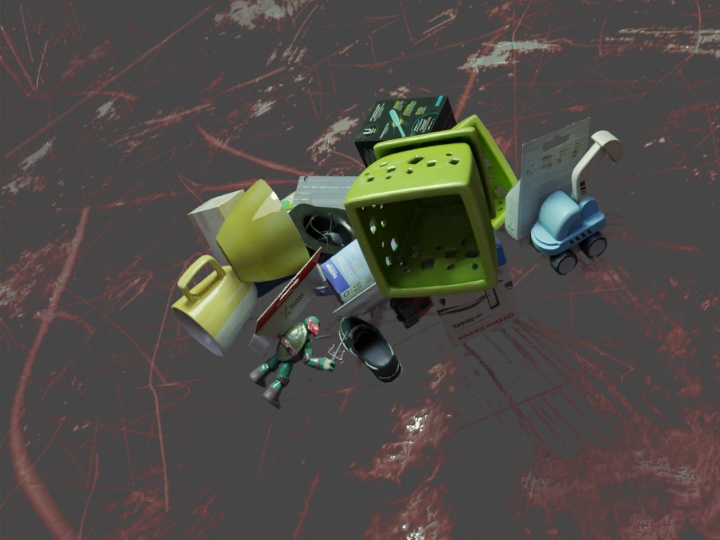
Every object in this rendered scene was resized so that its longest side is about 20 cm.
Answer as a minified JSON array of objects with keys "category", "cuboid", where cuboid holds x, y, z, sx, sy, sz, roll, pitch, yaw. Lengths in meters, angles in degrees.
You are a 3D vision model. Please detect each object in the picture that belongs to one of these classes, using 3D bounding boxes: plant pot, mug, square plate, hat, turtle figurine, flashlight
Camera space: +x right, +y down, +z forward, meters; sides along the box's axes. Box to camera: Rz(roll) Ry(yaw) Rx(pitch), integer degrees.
[{"category":"plant pot","cuboid":[-0.209,-0.059,1.404,0.140,0.203,0.200,-32,42,-11]},{"category":"mug","cuboid":[-0.294,0.067,1.460,0.148,0.187,0.154,38,67,6]},{"category":"plant pot","cuboid":[0.172,-0.156,1.381,0.199,0.201,0.180,-41,15,-19]},{"category":"square plate","cuboid":[0.050,0.036,1.313,0.197,0.198,0.029,-33,84,6]},{"category":"hat","cuboid":[-0.076,-0.063,1.510,0.195,0.083,0.203,14,32,-9]},{"category":"plant pot","cuboid":[0.108,-0.097,1.077,0.194,0.202,0.184,-6,42,23]},{"category":"turtle figurine","cuboid":[-0.122,0.158,1.341,0.200,0.101,0.150,-47,29,-1]},{"category":"flashlight","cuboid":[0.149,0.029,1.339,0.198,0.068,0.068,-36,69,-12]}]

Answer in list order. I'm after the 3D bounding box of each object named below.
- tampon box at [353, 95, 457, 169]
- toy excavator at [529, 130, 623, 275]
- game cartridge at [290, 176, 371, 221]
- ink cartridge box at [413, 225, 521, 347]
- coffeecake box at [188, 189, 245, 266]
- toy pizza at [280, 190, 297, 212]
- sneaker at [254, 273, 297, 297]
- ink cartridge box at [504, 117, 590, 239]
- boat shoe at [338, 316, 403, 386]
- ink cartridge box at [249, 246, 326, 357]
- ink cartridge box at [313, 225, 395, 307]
[{"category":"tampon box","cuboid":[0.111,-0.305,1.620,0.195,0.128,0.152,4,51,33]},{"category":"toy excavator","cuboid":[0.388,-0.122,1.241,0.191,0.202,0.101,-30,42,0]},{"category":"game cartridge","cuboid":[-0.059,-0.166,1.625,0.193,0.039,0.132,2,54,10]},{"category":"ink cartridge box","cuboid":[0.190,0.024,1.216,0.143,0.202,0.085,-24,44,5]},{"category":"coffeecake box","cuboid":[-0.292,-0.086,1.567,0.073,0.156,0.198,-37,18,-28]},{"category":"toy pizza","cuboid":[-0.142,-0.141,1.677,0.195,0.032,0.204,-16,45,16]},{"category":"sneaker","cuboid":[-0.205,0.002,1.562,0.195,0.071,0.078,-20,22,19]},{"category":"ink cartridge box","cuboid":[0.344,-0.175,1.290,0.158,0.204,0.050,-23,39,-19]},{"category":"boat shoe","cuboid":[0.013,0.135,1.312,0.075,0.061,0.199,-41,44,-12]},{"category":"ink cartridge box","cuboid":[-0.136,0.067,1.380,0.044,0.177,0.201,39,66,2]},{"category":"ink cartridge box","cuboid":[0.000,0.000,1.379,0.198,0.137,0.077,-38,72,-7]}]
